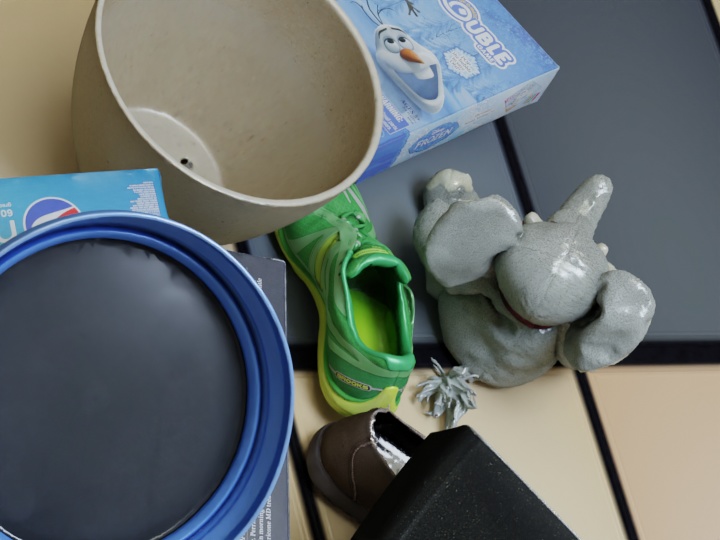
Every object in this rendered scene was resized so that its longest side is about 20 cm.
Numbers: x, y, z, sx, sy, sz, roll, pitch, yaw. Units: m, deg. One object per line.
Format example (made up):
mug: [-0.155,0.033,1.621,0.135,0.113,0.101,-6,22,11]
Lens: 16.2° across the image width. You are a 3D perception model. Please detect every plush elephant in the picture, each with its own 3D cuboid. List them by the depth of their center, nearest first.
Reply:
plush elephant: [0.118,0.001,1.694,0.164,0.155,0.200,36,48,-9]

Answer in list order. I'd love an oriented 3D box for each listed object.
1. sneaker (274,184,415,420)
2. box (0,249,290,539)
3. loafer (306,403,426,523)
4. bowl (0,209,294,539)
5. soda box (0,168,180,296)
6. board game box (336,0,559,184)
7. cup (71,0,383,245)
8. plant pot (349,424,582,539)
sneaker: [0.000,0.000,1.666,0.074,0.084,0.201,2,57,-33]
box: [-0.142,0.084,1.432,0.181,0.104,0.201,13,56,-22]
loafer: [0.061,0.155,1.616,0.199,0.071,0.073,31,49,-13]
bowl: [-0.133,0.068,1.311,0.200,0.039,0.202,-2,95,-21]
soda box: [-0.202,-0.005,1.346,0.199,0.068,0.064,-4,64,-21]
board game box: [0.007,-0.172,1.765,0.199,0.043,0.200,-26,68,-43]
cup: [-0.106,-0.094,1.619,0.199,0.143,0.201,16,54,-24]
plant pot: [0.058,0.224,1.478,0.177,0.200,0.200,-44,90,-6]
